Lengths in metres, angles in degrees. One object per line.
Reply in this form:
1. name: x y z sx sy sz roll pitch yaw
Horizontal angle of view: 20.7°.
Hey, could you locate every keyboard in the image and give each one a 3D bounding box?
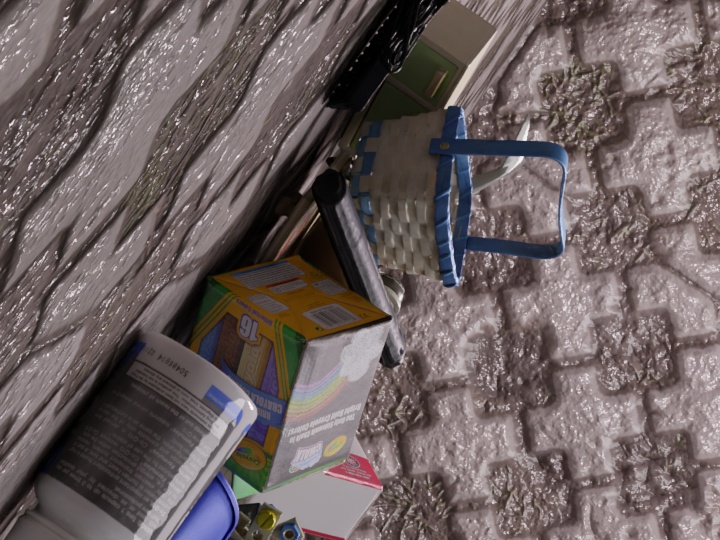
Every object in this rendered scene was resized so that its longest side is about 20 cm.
1. keyboard: 0.035 -0.222 1.648 0.200 0.040 0.104 -56 -160 -9

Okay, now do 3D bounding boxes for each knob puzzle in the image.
1. knob puzzle: -0.070 -0.041 1.850 0.220 0.030 0.220 -55 178 -2

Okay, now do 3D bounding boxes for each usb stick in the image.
1. usb stick: 0.000 0.000 1.759 0.033 0.200 0.055 -20 -147 0

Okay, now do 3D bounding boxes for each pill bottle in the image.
1. pill bottle: -0.180 0.157 1.526 0.200 0.114 0.114 -54 177 -14

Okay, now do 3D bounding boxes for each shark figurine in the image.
1. shark figurine: 0.066 -0.108 2.025 0.128 0.214 0.090 -64 143 -36

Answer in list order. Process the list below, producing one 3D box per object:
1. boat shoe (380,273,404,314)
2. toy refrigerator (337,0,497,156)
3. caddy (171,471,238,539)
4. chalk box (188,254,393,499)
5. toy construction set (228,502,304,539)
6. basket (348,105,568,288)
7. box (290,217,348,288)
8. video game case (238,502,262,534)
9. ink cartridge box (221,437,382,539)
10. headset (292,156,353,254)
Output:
1. boat shoe: -0.027 0.024 2.077 0.202 0.072 0.060 -9 -146 45
2. toy refrigerator: 0.051 -0.172 1.897 0.070 0.076 0.200 -52 177 -38
3. caddy: -0.186 0.210 1.758 0.105 0.141 0.200 -47 173 -35
4. chalk box: -0.078 0.107 1.743 0.124 0.124 0.200 -14 130 -50
5. toy construction set: -0.162 0.282 1.884 0.200 0.131 0.092 -50 -178 -7
6. basket: 0.093 -0.070 1.841 0.176 0.200 0.139 85 16 -57
7. box: -0.051 0.053 1.881 0.164 0.021 0.200 -51 -151 36
8. video game case: -0.196 0.305 1.954 0.019 0.200 0.143 59 30 -49
9. ink cartridge box: -0.085 0.179 2.079 0.084 0.145 0.200 -56 -143 20
10. headset: -0.051 -0.039 2.013 0.200 0.094 0.124 -37 -166 42
